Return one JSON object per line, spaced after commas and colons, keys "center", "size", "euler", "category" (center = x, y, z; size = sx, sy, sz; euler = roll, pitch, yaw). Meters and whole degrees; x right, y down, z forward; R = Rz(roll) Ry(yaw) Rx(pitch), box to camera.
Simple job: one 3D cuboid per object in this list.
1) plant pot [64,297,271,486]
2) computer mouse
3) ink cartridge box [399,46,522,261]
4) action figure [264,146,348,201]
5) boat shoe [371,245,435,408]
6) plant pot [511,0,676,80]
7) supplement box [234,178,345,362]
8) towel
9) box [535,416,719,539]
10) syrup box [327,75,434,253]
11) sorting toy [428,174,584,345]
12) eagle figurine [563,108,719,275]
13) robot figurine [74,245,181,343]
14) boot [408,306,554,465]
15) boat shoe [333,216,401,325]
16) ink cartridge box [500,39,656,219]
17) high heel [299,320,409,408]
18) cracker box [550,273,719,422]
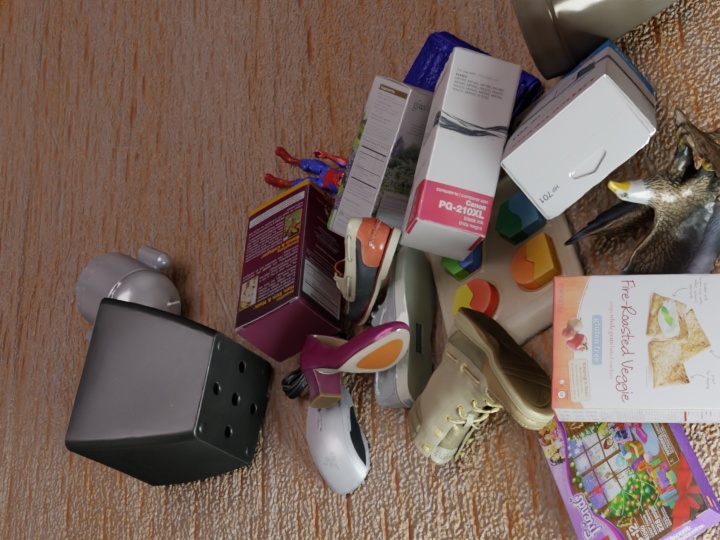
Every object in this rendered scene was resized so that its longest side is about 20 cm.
{"center": [-0.229, 0.160, 1.715], "size": [0.175, 0.199, 0.203], "euler": [-1, 67, 30], "category": "plant pot"}
{"center": [-0.039, 0.175, 1.622], "size": [0.109, 0.044, 0.201], "euler": [-38, 47, 22], "category": "computer mouse"}
{"center": [0.111, -0.128, 1.507], "size": [0.145, 0.083, 0.203], "euler": [120, 164, -79], "category": "ink cartridge box"}
{"center": [-0.053, -0.125, 1.793], "size": [0.199, 0.052, 0.066], "euler": [16, 76, 44], "category": "action figure"}
{"center": [0.043, 0.066, 1.584], "size": [0.071, 0.070, 0.203], "euler": [-14, 62, 34], "category": "boat shoe"}
{"center": [0.265, -0.338, 1.522], "size": [0.172, 0.200, 0.202], "euler": [-16, 57, 17], "category": "plant pot"}
{"center": [-0.085, -0.001, 1.705], "size": [0.110, 0.085, 0.202], "euler": [-27, 42, 31], "category": "supplement box"}
{"center": [0.119, -0.212, 1.672], "size": [0.149, 0.049, 0.200], "euler": [-56, 43, 4], "category": "towel"}
{"center": [0.260, 0.192, 1.334], "size": [0.136, 0.039, 0.201], "euler": [-39, 47, 23], "category": "box"}
{"center": [0.038, -0.129, 1.650], "size": [0.081, 0.078, 0.202], "euler": [27, 103, 50], "category": "syrup box"}
{"center": [0.159, -0.009, 1.537], "size": [0.184, 0.036, 0.202], "euler": [-34, 49, 25], "category": "sorting toy"}
{"center": [0.310, -0.060, 1.381], "size": [0.152, 0.150, 0.201], "euler": [-51, -14, -53], "category": "eagle figurine"}
{"center": [-0.332, 0.044, 1.917], "size": [0.199, 0.113, 0.171], "euler": [23, 83, 47], "category": "robot figurine"}
{"center": [0.124, 0.150, 1.435], "size": [0.157, 0.072, 0.200], "euler": [-62, 33, 17], "category": "boot"}
{"center": [0.000, 0.000, 1.591], "size": [0.201, 0.062, 0.072], "euler": [109, 179, -61], "category": "boat shoe"}
{"center": [0.236, -0.155, 1.434], "size": [0.146, 0.086, 0.200], "euler": [-40, 6, 21], "category": "ink cartridge box"}
{"center": [-0.009, 0.080, 1.551], "size": [0.200, 0.067, 0.097], "euler": [-47, 45, 50], "category": "high heel"}
{"center": [0.286, 0.075, 1.296], "size": [0.197, 0.058, 0.136], "euler": [-1, 70, 13], "category": "cracker box"}
